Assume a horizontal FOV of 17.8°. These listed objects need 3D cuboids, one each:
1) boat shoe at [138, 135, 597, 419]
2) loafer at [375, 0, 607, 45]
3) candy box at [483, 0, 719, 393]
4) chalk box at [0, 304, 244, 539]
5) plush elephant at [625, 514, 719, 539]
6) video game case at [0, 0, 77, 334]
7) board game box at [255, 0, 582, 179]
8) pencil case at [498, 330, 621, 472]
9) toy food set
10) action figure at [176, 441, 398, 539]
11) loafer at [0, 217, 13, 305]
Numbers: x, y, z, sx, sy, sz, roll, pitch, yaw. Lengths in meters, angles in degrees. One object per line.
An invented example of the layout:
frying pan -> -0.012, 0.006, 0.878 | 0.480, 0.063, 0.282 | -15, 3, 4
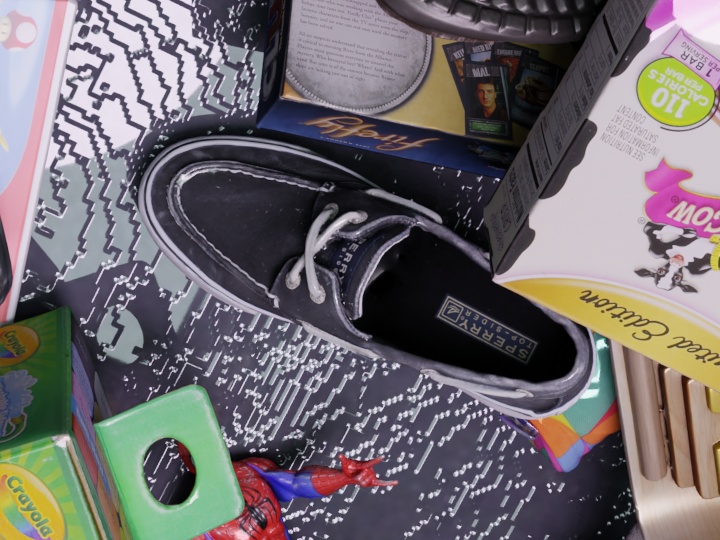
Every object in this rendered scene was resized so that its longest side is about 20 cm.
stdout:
boat shoe -> 0.000, 0.000, 0.902 | 0.199, 0.068, 0.072 | 28, 86, 9
loafer -> 0.080, -0.116, 0.853 | 0.199, 0.071, 0.074 | -7, 87, -29
candy box -> 0.147, -0.059, 0.787 | 0.136, 0.061, 0.201 | 25, 113, -11
chalk box -> -0.146, 0.104, 0.895 | 0.199, 0.124, 0.125 | -17, 112, 1
plush elephant -> 0.145, 0.184, 0.997 | 0.155, 0.200, 0.165 | 41, 103, -4
video game case -> -0.221, -0.057, 0.894 | 0.198, 0.017, 0.144 | 9, 105, -17
board game box -> 0.064, -0.104, 0.902 | 0.198, 0.035, 0.137 | 11, 70, -17
pencil case -> 0.129, 0.000, 0.965 | 0.200, 0.088, 0.089 | -38, 113, -1
toy food set -> 0.171, 0.023, 0.884 | 0.142, 0.060, 0.201 | -14, 114, -7
action figure -> -0.011, 0.146, 0.971 | 0.065, 0.099, 0.201 | -44, 114, -32
loafer -> -0.203, -0.052, 0.841 | 0.072, 0.072, 0.201 | -24, 111, 29
